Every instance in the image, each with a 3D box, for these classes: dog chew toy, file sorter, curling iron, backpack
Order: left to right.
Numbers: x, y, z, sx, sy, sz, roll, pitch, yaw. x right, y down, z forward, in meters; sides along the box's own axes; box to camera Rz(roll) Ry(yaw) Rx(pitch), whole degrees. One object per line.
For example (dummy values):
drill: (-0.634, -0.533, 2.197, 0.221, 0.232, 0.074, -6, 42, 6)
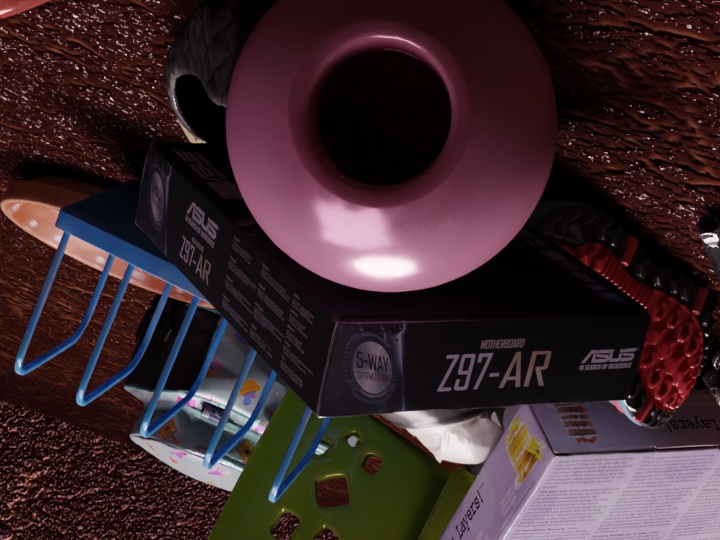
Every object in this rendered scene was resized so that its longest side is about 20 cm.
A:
file sorter: (-0.105, 0.044, 1.167, 0.199, 0.123, 0.139, 26, -166, 6)
backpack: (-0.092, 0.112, 1.520, 0.199, 0.154, 0.176, 15, 170, -18)
dog chew toy: (0.015, -0.055, 0.716, 0.124, 0.125, 0.200, 21, -178, 4)
curling iron: (0.195, 0.025, 0.918, 0.026, 0.049, 0.200, 66, -176, 30)

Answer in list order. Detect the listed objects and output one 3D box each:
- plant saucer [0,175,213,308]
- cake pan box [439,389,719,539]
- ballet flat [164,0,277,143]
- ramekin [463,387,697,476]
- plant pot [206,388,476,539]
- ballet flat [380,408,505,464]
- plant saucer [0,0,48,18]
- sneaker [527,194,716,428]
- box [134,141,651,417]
plant saucer: (-0.175, -0.024, 1.357, 0.199, 0.032, 0.200, 21, 168, 4)
cake pan box: (0.157, 0.150, 1.108, 0.199, 0.052, 0.185, 0, 138, -26)
ballet flat: (-0.068, -0.084, 0.862, 0.066, 0.057, 0.200, 23, 168, -4)
ramekin: (0.162, 0.124, 1.261, 0.201, 0.095, 0.202, 21, 168, 5)
plant pot: (0.019, 0.222, 1.292, 0.181, 0.200, 0.200, 20, 168, 33)
ballet flat: (0.077, 0.079, 1.085, 0.199, 0.069, 0.068, -8, -177, -40)
plant saucer: (-0.266, -0.175, 0.864, 0.199, 0.037, 0.200, 8, 161, 46)
sneaker: (0.118, 0.011, 0.954, 0.095, 0.079, 0.200, 28, 168, 45)
box: (0.009, -0.002, 0.808, 0.159, 0.044, 0.200, 0, -156, -30)
